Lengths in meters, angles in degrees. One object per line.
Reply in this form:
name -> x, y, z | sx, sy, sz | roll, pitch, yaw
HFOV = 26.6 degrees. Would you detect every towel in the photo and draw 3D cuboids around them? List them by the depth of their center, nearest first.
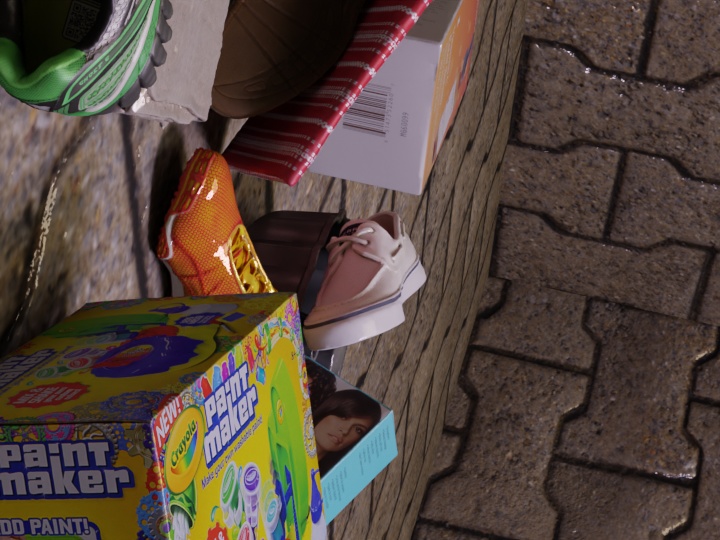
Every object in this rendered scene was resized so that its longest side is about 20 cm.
towel -> -0.093, -0.175, 0.801 | 0.133, 0.034, 0.200 | -7, 109, -82
towel -> -0.009, -0.139, 0.980 | 0.200, 0.022, 0.145 | -54, -159, -7

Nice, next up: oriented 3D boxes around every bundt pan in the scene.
bundt pan -> -0.067, 0.045, 1.133 | 0.202, 0.076, 0.202 | 13, 90, -81

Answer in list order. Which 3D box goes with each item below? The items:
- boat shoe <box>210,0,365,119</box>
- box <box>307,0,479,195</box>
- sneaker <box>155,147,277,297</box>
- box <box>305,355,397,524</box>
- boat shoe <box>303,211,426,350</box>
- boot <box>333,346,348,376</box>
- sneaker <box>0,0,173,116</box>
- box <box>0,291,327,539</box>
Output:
boat shoe -> -0.042, -0.169, 0.976 | 0.200, 0.072, 0.072 | -56, -163, -22
box -> 0.033, -0.188, 1.340 | 0.200, 0.106, 0.152 | -66, 165, -51
sneaker -> -0.085, 0.002, 0.965 | 0.200, 0.077, 0.073 | 91, 16, -47
box -> -0.071, 0.147, 0.977 | 0.200, 0.082, 0.049 | -42, 146, -29
boat shoe -> 0.000, 0.000, 1.078 | 0.200, 0.071, 0.070 | -44, 119, -68
boot -> -0.049, 0.124, 1.376 | 0.182, 0.073, 0.200 | 122, -9, -74
sneaker -> -0.102, -0.158, 0.620 | 0.085, 0.078, 0.200 | -42, 144, -74
box -> -0.103, 0.128, 0.712 | 0.200, 0.122, 0.193 | -45, 130, -69
